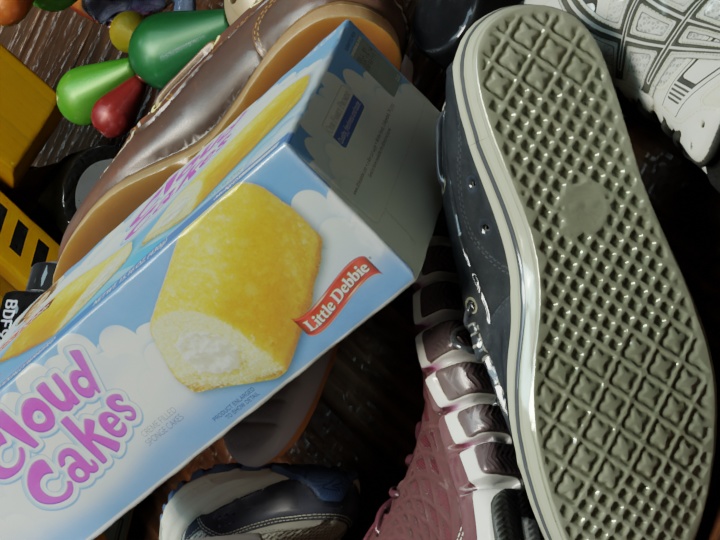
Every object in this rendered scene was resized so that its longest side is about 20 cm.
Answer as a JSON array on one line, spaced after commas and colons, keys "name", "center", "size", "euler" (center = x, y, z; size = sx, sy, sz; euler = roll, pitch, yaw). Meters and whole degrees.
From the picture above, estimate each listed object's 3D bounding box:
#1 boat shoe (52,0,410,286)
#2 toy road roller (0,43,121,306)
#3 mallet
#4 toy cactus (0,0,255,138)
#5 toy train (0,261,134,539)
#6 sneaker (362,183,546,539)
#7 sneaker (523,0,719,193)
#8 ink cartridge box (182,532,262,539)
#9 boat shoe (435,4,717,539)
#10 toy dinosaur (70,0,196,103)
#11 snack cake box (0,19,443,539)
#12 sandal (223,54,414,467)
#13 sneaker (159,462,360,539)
[{"name": "boat shoe", "center": [-0.052, -0.052, 0.914], "size": [0.200, 0.070, 0.071], "euler": [-40, 32, 26]}, {"name": "toy road roller", "center": [-0.216, -0.033, 1.141], "size": [0.123, 0.200, 0.146], "euler": [-9, 43, 55]}, {"name": "mallet", "center": [0.114, -0.113, 0.833], "size": [0.199, 0.066, 0.041], "euler": [-21, 55, 33]}, {"name": "toy cactus", "center": [-0.068, -0.132, 0.945], "size": [0.201, 0.164, 0.102], "euler": [-64, -8, 19]}, {"name": "toy train", "center": [-0.148, 0.100, 1.037], "size": [0.085, 0.114, 0.201], "euler": [2, 69, 28]}, {"name": "sneaker", "center": [0.028, 0.064, 0.822], "size": [0.115, 0.075, 0.201], "euler": [-41, 42, 43]}, {"name": "sneaker", "center": [0.116, -0.065, 0.755], "size": [0.200, 0.075, 0.088], "euler": [-8, 65, 56]}, {"name": "ink cartridge box", "center": [-0.106, 0.218, 0.814], "size": [0.146, 0.146, 0.201], "euler": [-33, 66, 44]}, {"name": "boat shoe", "center": [0.070, 0.011, 0.759], "size": [0.062, 0.074, 0.201], "euler": [145, 113, -70]}, {"name": "toy dinosaur", "center": [-0.067, -0.169, 1.038], "size": [0.180, 0.105, 0.201], "euler": [-1, 106, 28]}, {"name": "snack cake box", "center": [-0.060, 0.011, 0.817], "size": [0.200, 0.067, 0.115], "euler": [-40, 15, 26]}, {"name": "sandal", "center": [-0.005, 0.004, 0.913], "size": [0.079, 0.059, 0.208], "euler": [-33, 32, 45]}, {"name": "sneaker", "center": [-0.055, 0.144, 0.919], "size": [0.200, 0.077, 0.086], "euler": [-45, 48, 46]}]
